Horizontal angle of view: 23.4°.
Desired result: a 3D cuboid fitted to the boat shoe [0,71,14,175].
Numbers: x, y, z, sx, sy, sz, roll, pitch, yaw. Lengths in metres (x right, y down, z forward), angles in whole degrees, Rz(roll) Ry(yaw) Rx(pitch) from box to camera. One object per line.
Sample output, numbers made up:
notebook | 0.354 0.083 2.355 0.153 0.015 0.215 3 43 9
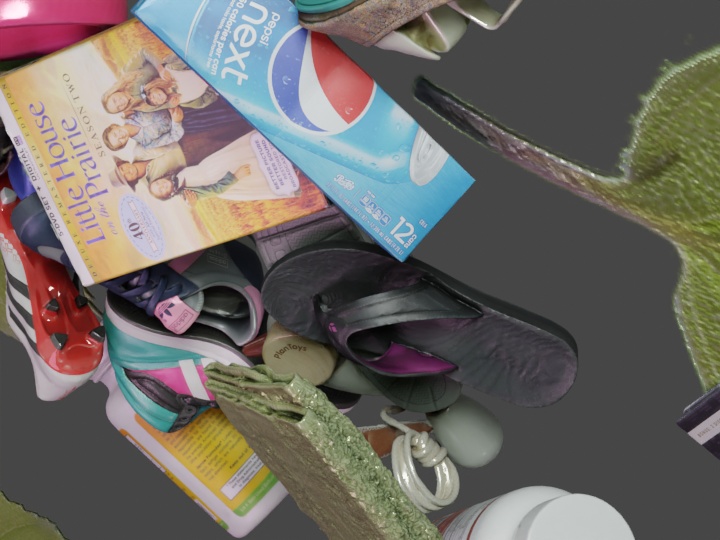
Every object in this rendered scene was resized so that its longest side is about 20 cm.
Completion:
boat shoe | -0.278 -0.105 1.232 0.074 0.074 0.200 7 -177 -10

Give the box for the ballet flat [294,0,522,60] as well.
ballet flat | 0.035 -0.138 0.845 0.067 0.068 0.200 43 157 -18

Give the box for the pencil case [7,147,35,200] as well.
pencil case | -0.186 -0.091 1.203 0.200 0.078 0.087 -27 76 64

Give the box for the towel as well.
towel | -0.014 0.135 1.122 0.200 0.036 0.148 53 161 -22

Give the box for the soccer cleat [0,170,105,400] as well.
soccer cleat | -0.240 0.001 1.296 0.085 0.068 0.201 -51 52 47

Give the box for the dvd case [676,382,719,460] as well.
dvd case | 0.281 0.122 0.958 0.200 0.016 0.149 39 155 4

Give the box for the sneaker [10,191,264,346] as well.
sneaker | -0.142 -0.002 1.178 0.199 0.082 0.070 13 138 -39

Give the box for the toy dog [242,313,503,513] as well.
toy dog | -0.003 0.076 1.180 0.096 0.132 0.200 -31 97 41

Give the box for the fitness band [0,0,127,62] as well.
fitness band | -0.237 -0.157 1.108 0.199 0.143 0.038 -3 90 45

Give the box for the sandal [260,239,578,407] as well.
sandal | 0.036 0.036 1.047 0.199 0.048 0.076 17 122 -2

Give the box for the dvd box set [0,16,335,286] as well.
dvd box set | -0.120 -0.081 1.056 0.199 0.029 0.147 -15 105 32

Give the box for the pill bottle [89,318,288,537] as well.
pill bottle | -0.134 0.110 1.407 0.200 0.111 0.111 43 154 -3

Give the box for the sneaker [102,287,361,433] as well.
sneaker | -0.102 0.080 1.296 0.199 0.084 0.121 22 141 -1

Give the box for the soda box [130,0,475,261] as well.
soda box | -0.032 -0.097 0.960 0.200 0.064 0.068 42 180 -13

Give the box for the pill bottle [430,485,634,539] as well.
pill bottle | 0.111 0.214 1.226 0.112 0.112 0.200 44 155 -5

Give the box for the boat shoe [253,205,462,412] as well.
boat shoe | 0.002 0.000 1.102 0.074 0.065 0.202 -27 113 33
